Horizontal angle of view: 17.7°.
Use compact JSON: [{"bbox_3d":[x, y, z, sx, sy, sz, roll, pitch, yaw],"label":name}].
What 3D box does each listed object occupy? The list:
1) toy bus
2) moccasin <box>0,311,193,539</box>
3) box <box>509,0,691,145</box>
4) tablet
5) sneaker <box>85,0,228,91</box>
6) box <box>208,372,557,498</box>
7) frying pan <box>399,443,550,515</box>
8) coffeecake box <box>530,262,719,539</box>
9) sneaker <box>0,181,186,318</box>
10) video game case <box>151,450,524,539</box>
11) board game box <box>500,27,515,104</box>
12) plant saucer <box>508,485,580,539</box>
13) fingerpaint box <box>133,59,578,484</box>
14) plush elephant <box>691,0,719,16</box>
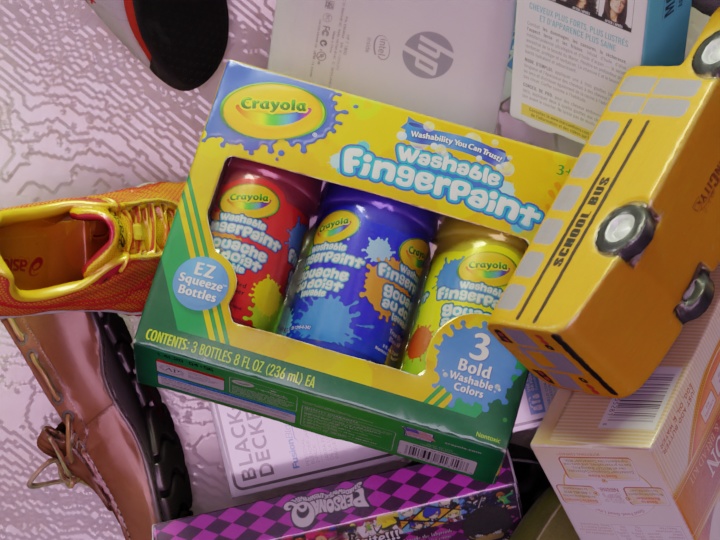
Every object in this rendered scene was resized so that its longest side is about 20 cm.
[{"bbox_3d":[0.147,-0.037,1.154,0.065,0.078,0.201,42,69,-34],"label":"toy bus"},{"bbox_3d":[-0.153,0.087,1.301,0.077,0.074,0.202,-22,99,10],"label":"moccasin"},{"bbox_3d":[0.128,-0.159,1.201,0.082,0.049,0.201,26,133,28],"label":"box"},{"bbox_3d":[0.016,-0.122,1.250,0.129,0.014,0.201,9,121,1],"label":"tablet"},{"bbox_3d":[-0.153,-0.189,1.272,0.067,0.108,0.202,-50,132,-22],"label":"sneaker"},{"bbox_3d":[0.011,0.049,1.301,0.199,0.060,0.117,-12,97,2],"label":"box"},{"bbox_3d":[0.038,0.145,1.321,0.115,0.031,0.190,12,143,-35],"label":"frying pan"},{"bbox_3d":[0.182,0.106,1.222,0.073,0.154,0.200,-1,133,35],"label":"coffeecake box"},{"bbox_3d":[-0.131,-0.010,1.244,0.199,0.077,0.073,-16,88,-42],"label":"sneaker"},{"bbox_3d":[0.001,0.188,1.285,0.199,0.036,0.182,-13,133,2],"label":"video game case"},{"bbox_3d":[0.064,-0.141,1.296,0.200,0.030,0.096,-33,96,7],"label":"board game box"},{"bbox_3d":[0.120,0.183,1.274,0.031,0.200,0.201,21,98,35],"label":"plant saucer"},{"bbox_3d":[0.000,0.000,1.211,0.199,0.073,0.168,17,70,3],"label":"fingerpaint box"},{"bbox_3d":[0.229,-0.189,1.227,0.155,0.200,0.165,-43,69,38],"label":"plush elephant"}]
